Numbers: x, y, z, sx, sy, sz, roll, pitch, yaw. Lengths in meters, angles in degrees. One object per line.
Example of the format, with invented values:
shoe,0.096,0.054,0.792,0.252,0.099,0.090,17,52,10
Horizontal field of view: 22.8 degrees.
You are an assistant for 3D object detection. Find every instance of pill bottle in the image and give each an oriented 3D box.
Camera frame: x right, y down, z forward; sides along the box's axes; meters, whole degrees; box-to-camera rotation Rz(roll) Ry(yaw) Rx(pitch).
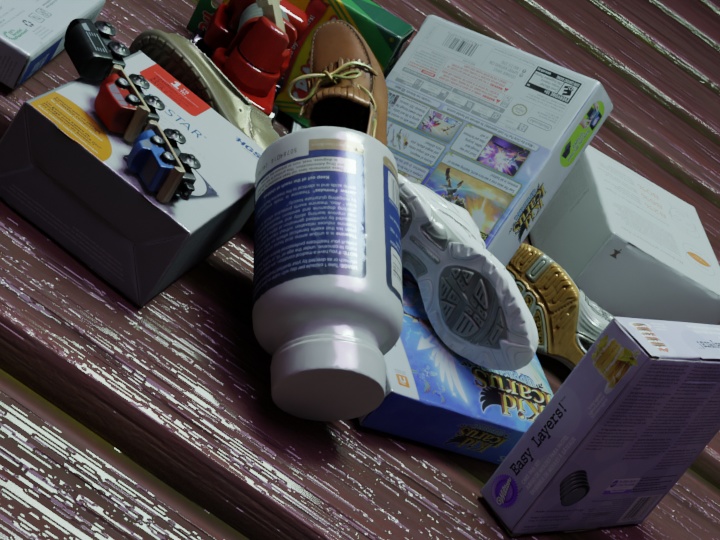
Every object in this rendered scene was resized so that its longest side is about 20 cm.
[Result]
pill bottle,-0.024,0.004,1.317,0.111,0.111,0.201,21,52,-31

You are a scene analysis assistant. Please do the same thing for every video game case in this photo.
video game case,0.064,0.063,1.430,0.199,0.045,0.182,19,37,-36
video game case,0.091,-0.115,1.575,0.200,0.182,0.045,28,-13,37

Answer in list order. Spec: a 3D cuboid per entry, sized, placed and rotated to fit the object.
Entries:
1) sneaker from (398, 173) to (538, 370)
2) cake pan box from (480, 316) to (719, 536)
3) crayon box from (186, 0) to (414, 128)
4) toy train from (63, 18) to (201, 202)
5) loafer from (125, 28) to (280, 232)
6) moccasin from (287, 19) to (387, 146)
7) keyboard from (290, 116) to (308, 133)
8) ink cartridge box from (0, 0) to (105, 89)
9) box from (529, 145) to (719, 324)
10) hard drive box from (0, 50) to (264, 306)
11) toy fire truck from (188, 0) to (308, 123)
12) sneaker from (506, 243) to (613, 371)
sneaker,0.081,-0.007,1.423,0.200,0.078,0.099,52,26,15
cake pan box,0.211,0.121,1.382,0.200,0.184,0.052,4,39,-48
crayon box,-0.066,-0.223,1.684,0.200,0.127,0.051,32,26,5
toy train,-0.171,-0.121,1.306,0.046,0.034,0.200,7,38,-42
loafer,-0.118,-0.116,1.479,0.200,0.076,0.067,53,26,-4
moccasin,-0.019,-0.138,1.559,0.078,0.073,0.202,54,31,-54
keyboard,-0.040,-0.135,1.717,0.056,0.011,0.200,30,25,-13
ink cartridge box,-0.332,-0.244,1.491,0.200,0.043,0.196,32,25,-2
box,0.264,-0.012,1.782,0.152,0.106,0.200,29,25,-17
hard drive box,-0.169,-0.075,1.361,0.156,0.077,0.200,38,24,2
toy fire truck,-0.096,-0.218,1.560,0.128,0.200,0.176,30,25,-13
sneaker,0.196,0.057,1.636,0.200,0.076,0.088,46,10,15
